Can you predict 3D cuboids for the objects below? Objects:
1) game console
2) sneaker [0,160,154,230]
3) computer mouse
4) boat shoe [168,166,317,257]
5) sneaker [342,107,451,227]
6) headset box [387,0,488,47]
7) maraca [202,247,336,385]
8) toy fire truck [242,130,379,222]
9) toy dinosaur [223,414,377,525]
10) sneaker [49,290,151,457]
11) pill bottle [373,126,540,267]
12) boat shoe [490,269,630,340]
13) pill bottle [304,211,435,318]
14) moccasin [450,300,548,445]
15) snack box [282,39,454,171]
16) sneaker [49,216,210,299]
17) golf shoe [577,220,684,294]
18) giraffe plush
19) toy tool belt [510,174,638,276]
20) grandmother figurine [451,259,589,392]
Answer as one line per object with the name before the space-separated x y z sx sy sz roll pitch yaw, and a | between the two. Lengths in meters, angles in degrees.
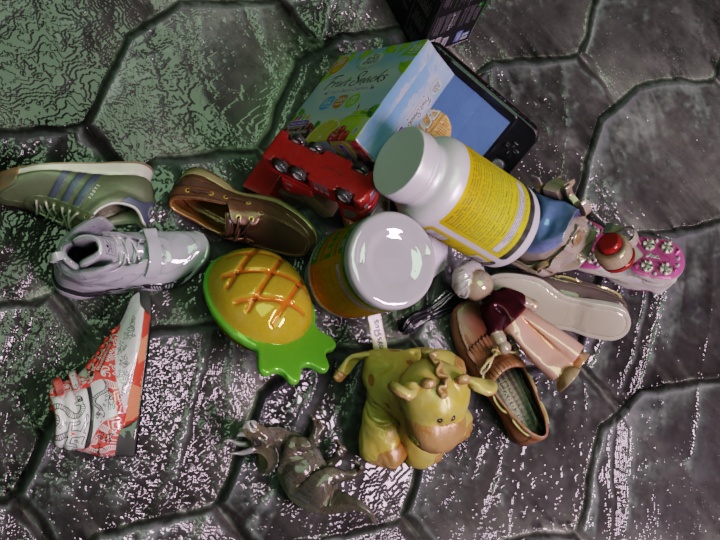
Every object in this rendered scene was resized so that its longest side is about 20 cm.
game console | 0.109 -0.174 1.181 0.200 0.173 0.119 41 44 2
sneaker | -0.356 -0.082 1.084 0.198 0.067 0.091 -6 70 -16
computer mouse | 0.081 -0.021 1.118 0.109 0.044 0.202 -20 113 -17
boat shoe | -0.153 -0.062 1.106 0.198 0.072 0.068 24 36 3
sneaker | 0.042 -0.130 1.152 0.075 0.088 0.200 40 88 1
headset box | 0.092 -0.439 1.221 0.092 0.174 0.202 -24 78 -16
maraca | -0.113 0.053 1.063 0.136 0.107 0.201 -19 61 -36
toy fire truck | -0.064 -0.106 1.089 0.199 0.141 0.049 27 69 18
toy dinosaur | -0.062 0.244 1.057 0.102 0.077 0.200 -43 91 -7
sneaker | -0.311 0.117 1.037 0.107 0.067 0.204 7 75 -12
pill bottle | 0.114 -0.089 1.032 0.199 0.112 0.114 26 67 -37
boat shoe | 0.266 0.038 1.176 0.198 0.073 0.060 14 30 6
pill bottle | 0.000 0.000 1.054 0.110 0.200 0.113 3 82 -22
moccasin | 0.180 0.130 1.123 0.073 0.078 0.203 -20 78 -15
snack box | 0.000 -0.207 1.120 0.068 0.199 0.169 46 71 -31
sneaker | -0.280 -0.019 1.057 0.198 0.115 0.076 -12 77 -14
golf shoe | 0.341 -0.012 1.202 0.198 0.092 0.076 18 67 19
giraffe plush | 0.078 0.151 1.025 0.172 0.162 0.202 -31 103 -19
toy tool belt | 0.246 -0.060 1.121 0.126 0.199 0.123 -58 134 -17
grandmother figurine | 0.198 0.060 1.103 0.200 0.061 0.121 41 29 8
